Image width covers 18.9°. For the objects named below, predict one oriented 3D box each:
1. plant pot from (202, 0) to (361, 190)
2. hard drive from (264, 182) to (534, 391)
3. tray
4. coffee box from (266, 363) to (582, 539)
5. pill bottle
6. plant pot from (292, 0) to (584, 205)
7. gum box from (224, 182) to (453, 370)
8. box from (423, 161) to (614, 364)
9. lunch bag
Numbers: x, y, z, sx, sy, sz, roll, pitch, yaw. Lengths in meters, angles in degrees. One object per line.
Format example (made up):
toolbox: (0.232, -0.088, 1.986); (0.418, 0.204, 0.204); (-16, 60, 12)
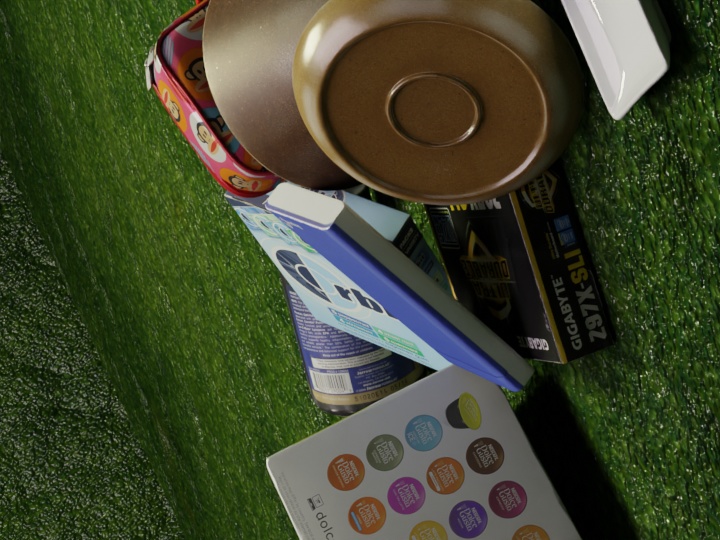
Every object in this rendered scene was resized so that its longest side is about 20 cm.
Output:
plant pot: (0.018, -0.173, 1.525); (0.199, 0.186, 0.188); (-22, 88, 52)
hard drive: (0.028, 0.012, 1.605); (0.200, 0.025, 0.132); (40, 172, -23)
tray: (0.141, -0.200, 1.335); (0.107, 0.022, 0.202); (129, 120, -71)
coffee box: (0.062, 0.220, 1.738); (0.201, 0.196, 0.200); (63, 176, 22)
pill bottle: (-0.012, 0.022, 1.970); (0.112, 0.111, 0.202); (-143, 36, -63)
plant pot: (0.050, -0.113, 1.453); (0.201, 0.198, 0.028); (86, -170, -45)
gum box: (0.000, 0.000, 1.774); (0.169, 0.045, 0.200); (22, 160, 35)
box: (0.110, -0.016, 1.622); (0.200, 0.049, 0.161); (-176, 69, -74)
lunch bag: (-0.065, -0.174, 1.709); (0.177, 0.199, 0.082); (54, 162, 7)
